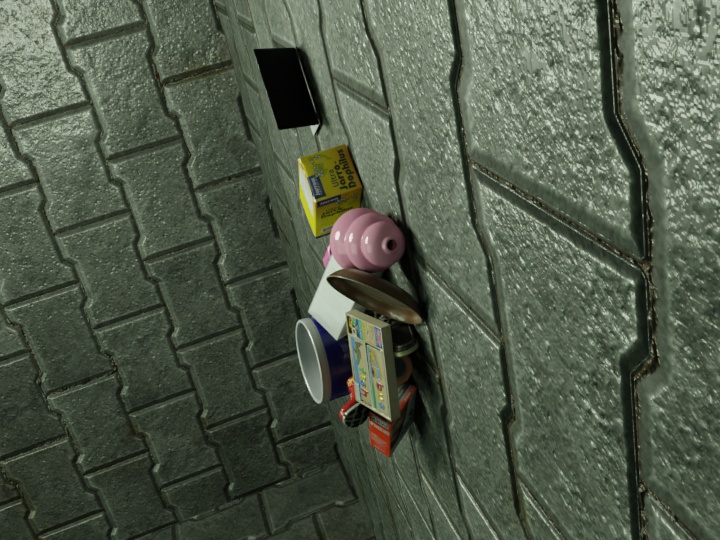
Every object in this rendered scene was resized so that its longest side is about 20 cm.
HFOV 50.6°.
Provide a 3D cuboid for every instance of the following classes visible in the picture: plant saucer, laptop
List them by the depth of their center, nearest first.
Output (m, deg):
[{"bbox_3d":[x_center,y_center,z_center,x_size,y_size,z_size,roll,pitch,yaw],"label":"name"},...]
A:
[{"bbox_3d":[0.031,0.044,1.425,0.198,0.032,0.200,26,168,-3],"label":"plant saucer"},{"bbox_3d":[-0.175,-0.415,1.800,0.200,0.114,0.190,165,88,-80],"label":"laptop"}]

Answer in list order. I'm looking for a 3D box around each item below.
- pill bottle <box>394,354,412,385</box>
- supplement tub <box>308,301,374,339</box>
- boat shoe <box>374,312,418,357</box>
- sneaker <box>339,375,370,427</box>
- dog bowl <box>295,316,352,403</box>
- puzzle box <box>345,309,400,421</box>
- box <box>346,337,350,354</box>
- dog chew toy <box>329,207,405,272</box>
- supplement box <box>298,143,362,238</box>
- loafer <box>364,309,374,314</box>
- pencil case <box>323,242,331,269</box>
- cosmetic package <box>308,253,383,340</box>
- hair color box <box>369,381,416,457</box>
[{"bbox_3d":[0.049,0.182,1.645,0.200,0.105,0.108,-141,34,-72],"label":"pill bottle"},{"bbox_3d":[-0.050,0.122,1.921,0.199,0.106,0.109,15,125,53],"label":"supplement tub"},{"bbox_3d":[0.062,0.111,1.550,0.200,0.072,0.066,-131,19,-66],"label":"boat shoe"},{"bbox_3d":[-0.001,0.275,1.689,0.084,0.200,0.078,29,122,18],"label":"sneaker"},{"bbox_3d":[-0.088,0.207,1.808,0.200,0.078,0.204,167,90,-72],"label":"dog bowl"},{"bbox_3d":[0.024,0.190,1.539,0.132,0.025,0.203,17,119,54],"label":"puzzle box"},{"bbox_3d":[0.024,0.244,1.821,0.064,0.069,0.202,46,162,59],"label":"box"},{"bbox_3d":[0.019,-0.050,1.392,0.200,0.123,0.126,14,122,69],"label":"dog chew toy"},{"bbox_3d":[-0.068,-0.169,1.665,0.200,0.108,0.110,100,150,-71],"label":"supplement box"},{"bbox_3d":[0.000,0.000,1.687,0.070,0.074,0.203,-164,57,-83],"label":"loafer"},{"bbox_3d":[-0.040,-0.039,1.817,0.090,0.095,0.200,27,170,-5],"label":"pencil case"},{"bbox_3d":[-0.031,0.041,1.646,0.101,0.071,0.201,42,132,20],"label":"cosmetic package"},{"bbox_3d":[0.074,0.335,1.743,0.063,0.111,0.201,28,152,20],"label":"hair color box"}]
